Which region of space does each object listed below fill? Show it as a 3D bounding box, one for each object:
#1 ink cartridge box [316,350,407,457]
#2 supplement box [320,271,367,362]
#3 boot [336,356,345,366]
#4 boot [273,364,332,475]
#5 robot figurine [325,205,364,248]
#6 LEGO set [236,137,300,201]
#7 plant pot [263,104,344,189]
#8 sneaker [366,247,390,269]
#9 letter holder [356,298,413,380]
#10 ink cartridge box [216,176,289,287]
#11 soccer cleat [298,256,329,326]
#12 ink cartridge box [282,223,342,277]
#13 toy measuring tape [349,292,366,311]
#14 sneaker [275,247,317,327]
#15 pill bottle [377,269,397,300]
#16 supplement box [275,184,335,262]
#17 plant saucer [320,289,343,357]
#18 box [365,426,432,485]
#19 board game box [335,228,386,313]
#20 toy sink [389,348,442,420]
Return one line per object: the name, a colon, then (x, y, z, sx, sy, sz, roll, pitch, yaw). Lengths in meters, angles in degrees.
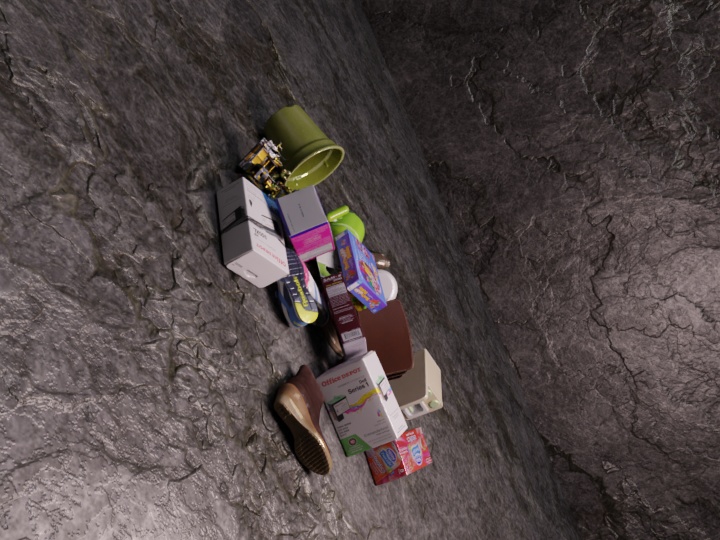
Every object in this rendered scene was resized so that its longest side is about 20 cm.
ink cartridge box: (0.001, 0.313, 1.548, 0.203, 0.143, 0.084, 66, 23, 4)
supplement box: (-0.041, 0.119, 1.634, 0.109, 0.060, 0.202, 84, -13, -59)
boot: (0.008, 0.298, 1.686, 0.201, 0.074, 0.097, 56, 25, -19)
boot: (-0.099, 0.314, 1.403, 0.202, 0.072, 0.166, 59, 23, -6)
robot figurine: (-0.052, -0.098, 1.929, 0.201, 0.114, 0.178, -70, 144, -62)
LEGO set: (-0.209, -0.248, 1.618, 0.154, 0.116, 0.200, 46, -5, -22)
plant pot: (-0.175, -0.354, 1.848, 0.186, 0.199, 0.200, 57, 19, 13)
sneaker: (0.036, -0.029, 2.034, 0.200, 0.074, 0.072, -137, -121, -74)
letter holder: (0.084, 0.197, 1.842, 0.100, 0.140, 0.204, 37, 39, -66)
ink cartridge box: (-0.243, -0.084, 1.483, 0.144, 0.083, 0.203, 37, 34, -53)
soccer cleat: (-0.141, 0.047, 1.633, 0.202, 0.069, 0.086, 64, 4, -10)
ink cartridge box: (-0.124, -0.052, 1.759, 0.147, 0.075, 0.203, 22, 48, -62)
toy measuring tape: (-0.026, 0.042, 1.838, 0.074, 0.073, 0.201, 49, 16, -36)
sneaker: (-0.168, 0.042, 1.542, 0.073, 0.082, 0.203, -3, 66, -37)
pill bottle: (0.054, 0.056, 1.939, 0.200, 0.111, 0.114, 70, -4, -85)
supplement box: (-0.131, -0.108, 1.588, 0.200, 0.102, 0.103, 86, -18, -73)
plant saucer: (-0.055, 0.140, 1.776, 0.201, 0.029, 0.202, 50, 26, -35)
box: (0.101, 0.474, 1.683, 0.199, 0.094, 0.101, 15, 53, -64)
board game box: (0.000, 0.000, 1.772, 0.134, 0.044, 0.202, 44, 22, -39)
toy sink: (0.162, 0.354, 1.926, 0.113, 0.129, 0.201, 54, 22, -27)
